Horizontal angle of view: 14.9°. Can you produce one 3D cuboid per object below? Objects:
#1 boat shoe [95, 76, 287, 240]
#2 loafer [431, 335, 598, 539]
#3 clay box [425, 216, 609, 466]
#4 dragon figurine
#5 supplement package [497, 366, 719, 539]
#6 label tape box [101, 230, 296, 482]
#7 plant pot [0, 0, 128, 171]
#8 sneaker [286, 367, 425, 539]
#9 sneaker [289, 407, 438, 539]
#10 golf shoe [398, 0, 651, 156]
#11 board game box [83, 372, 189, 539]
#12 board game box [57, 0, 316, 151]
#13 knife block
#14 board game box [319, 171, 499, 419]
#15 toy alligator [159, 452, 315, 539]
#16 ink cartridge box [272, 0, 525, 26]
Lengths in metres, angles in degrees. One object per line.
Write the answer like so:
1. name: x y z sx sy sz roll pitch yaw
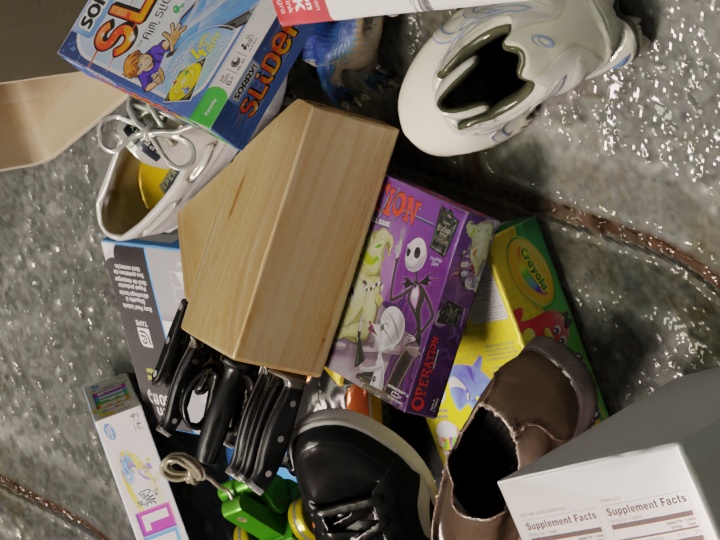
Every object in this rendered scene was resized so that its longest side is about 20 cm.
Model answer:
1. boat shoe: -0.113 -0.085 1.621 0.075 0.086 0.202 52 139 14
2. loafer: 0.070 0.118 1.552 0.073 0.071 0.200 42 140 26
3. clay box: 0.087 0.075 1.608 0.115 0.048 0.201 -10 104 53
4. dragon figurine: -0.031 -0.152 1.608 0.200 0.059 0.100 12 120 46
5. supplement package: 0.204 0.162 1.432 0.150 0.152 0.201 -19 96 53
6. label tape box: -0.082 0.066 1.791 0.143 0.066 0.201 6 114 49
7. plant pot: -0.272 -0.171 1.791 0.200 0.200 0.178 -31 74 53
8. sneaker: -0.013 0.119 1.719 0.090 0.070 0.201 18 119 23
9. sneaker: 0.017 0.183 1.623 0.073 0.112 0.200 -19 124 19
10. golf shoe: 0.062 -0.106 1.494 0.078 0.097 0.200 60 144 2
11. board game box: -0.139 0.179 1.896 0.134 0.034 0.201 -139 30 -78
12. board game box: -0.070 -0.180 1.551 0.135 0.034 0.200 26 85 39
13. knife block: -0.049 0.022 1.592 0.200 0.064 0.176 -40 49 42
14. board game box: 0.000 0.000 1.610 0.200 0.032 0.120 26 96 55
15. toy alligator: -0.054 0.154 1.770 0.059 0.054 0.200 -24 130 32
16. ink cartridge box: 0.059 -0.191 1.407 0.200 0.144 0.084 -1 111 51
